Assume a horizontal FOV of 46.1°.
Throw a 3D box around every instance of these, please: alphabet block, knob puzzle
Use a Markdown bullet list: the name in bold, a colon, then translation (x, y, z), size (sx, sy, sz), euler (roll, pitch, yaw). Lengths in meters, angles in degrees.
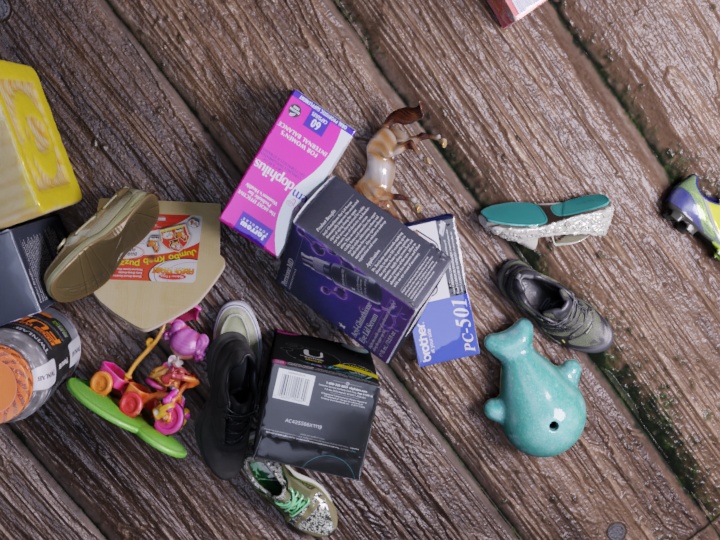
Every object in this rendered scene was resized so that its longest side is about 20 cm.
- **alphabet block**: translation (-0.503, -0.142, 1.087), size (0.196, 0.195, 0.200), euler (-19, 101, -1)
- **knob puzzle**: translation (-0.282, -0.005, 1.154), size (0.214, 0.031, 0.224), euler (3, 58, -4)

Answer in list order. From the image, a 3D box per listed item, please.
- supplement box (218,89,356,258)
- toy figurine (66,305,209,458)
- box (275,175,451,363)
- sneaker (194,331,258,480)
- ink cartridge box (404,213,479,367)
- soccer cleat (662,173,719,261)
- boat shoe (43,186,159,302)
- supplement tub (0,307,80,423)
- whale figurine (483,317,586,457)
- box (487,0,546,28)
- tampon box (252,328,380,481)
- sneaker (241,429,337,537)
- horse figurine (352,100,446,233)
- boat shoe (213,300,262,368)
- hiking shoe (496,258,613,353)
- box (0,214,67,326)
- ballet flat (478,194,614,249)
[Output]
- **supplement box**: translation (-0.099, -0.133, 1.157), size (0.100, 0.103, 0.202), euler (31, 98, -8)
- **toy figurine**: translation (-0.275, 0.124, 1.166), size (0.198, 0.150, 0.186), euler (30, 86, 19)
- **box**: translation (0.000, 0.000, 1.126), size (0.198, 0.149, 0.105), euler (34, 55, 8)
- **sneaker**: translation (-0.175, 0.190, 1.141), size (0.074, 0.090, 0.205), euler (-3, 103, -28)
- **ink cartridge box**: translation (0.108, 0.029, 1.221), size (0.092, 0.044, 0.205), euler (-12, 99, 1)
- **soccer cleat**: translation (0.529, -0.059, 1.222), size (0.199, 0.065, 0.084), euler (37, 93, -8)
- **boat shoe**: translation (-0.347, -0.039, 1.110), size (0.062, 0.202, 0.074), euler (20, 142, 21)
- **supplement tub**: translation (-0.456, 0.125, 1.126), size (0.119, 0.200, 0.126), euler (-1, 99, -4)
- **whale figurine**: translation (0.251, 0.175, 1.221), size (0.156, 0.104, 0.203), euler (-24, 102, 1)
- **box**: translation (0.188, -0.441, 1.128), size (0.102, 0.095, 0.202), euler (-34, 99, 2)
- **tampon box**: translation (-0.062, 0.174, 1.156), size (0.146, 0.200, 0.129), euler (13, 98, -6)
- **sneaker**: translation (-0.112, 0.327, 1.233), size (0.200, 0.089, 0.077), euler (44, 94, -9)
- **horse figurine**: translation (0.042, -0.139, 1.174), size (0.131, 0.050, 0.204), euler (23, 104, 31)
- **boat shoe**: translation (-0.176, 0.147, 1.215), size (0.070, 0.062, 0.205), euler (-1, 99, -3)
- **hiking shoe**: translation (0.283, 0.063, 1.208), size (0.198, 0.101, 0.077), euler (32, 97, -7)
- **box**: translation (-0.472, 0.008, 1.107), size (0.145, 0.200, 0.109), euler (-19, 99, 0)
- **ballet flat**: translation (0.267, -0.062, 1.209), size (0.195, 0.072, 0.074), euler (-6, 99, -2)
